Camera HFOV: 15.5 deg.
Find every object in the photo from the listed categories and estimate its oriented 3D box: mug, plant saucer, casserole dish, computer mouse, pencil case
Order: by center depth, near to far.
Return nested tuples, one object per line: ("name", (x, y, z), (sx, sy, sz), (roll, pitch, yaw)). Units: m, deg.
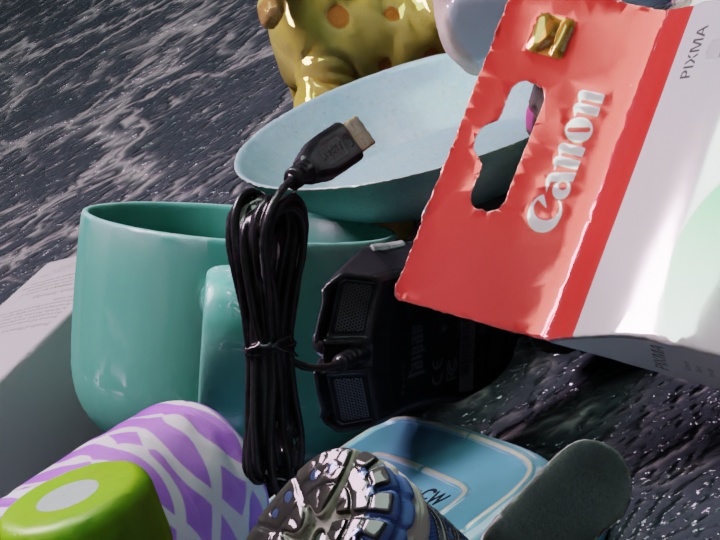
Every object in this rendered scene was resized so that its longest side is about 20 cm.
("pencil case", (-0.119, 0.122, 1.049), (0.085, 0.084, 0.200), (-34, -3, 39))
("casserole dish", (0.019, 0.107, 1.092), (0.121, 0.039, 0.200), (-35, 19, -17))
("computer mouse", (0.000, 0.000, 1.102), (0.046, 0.141, 0.200), (9, 21, 34))
("mug", (-0.068, 0.035, 1.232), (0.151, 0.115, 0.185), (9, 9, 29))
("plant saucer", (0.039, -0.062, 1.292), (0.200, 0.039, 0.201), (-15, 19, 5))

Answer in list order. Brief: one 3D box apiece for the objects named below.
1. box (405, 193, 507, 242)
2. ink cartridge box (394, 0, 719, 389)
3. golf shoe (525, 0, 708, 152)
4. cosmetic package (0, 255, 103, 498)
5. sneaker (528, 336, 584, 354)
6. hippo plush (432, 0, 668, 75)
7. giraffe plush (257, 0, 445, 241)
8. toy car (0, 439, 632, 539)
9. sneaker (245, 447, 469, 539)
("box", (0.115, -0.045, 1.328), (0.116, 0.060, 0.200), (-15, 22, 38))
("ink cartridge box", (0.127, -0.040, 1.055), (0.199, 0.050, 0.162), (16, 70, 16))
("golf shoe", (0.167, -0.096, 1.156), (0.092, 0.073, 0.200), (39, 66, 23))
("cosmetic package", (-0.163, 0.084, 1.323), (0.085, 0.108, 0.200), (-13, 25, 39))
("sneaker", (0.151, -0.043, 1.179), (0.199, 0.089, 0.077), (-26, -17, 6))
("hippo plush", (0.106, -0.197, 1.304), (0.199, 0.160, 0.161), (-9, 21, 6))
("giraffe plush", (0.037, -0.118, 1.458), (0.161, 0.201, 0.173), (-16, 16, 2))
("toy car", (0.005, 0.132, 0.861), (0.199, 0.165, 0.158), (-21, 17, -6))
("sneaker", (-0.030, 0.158, 0.982), (0.200, 0.085, 0.077), (-44, 37, 21))
